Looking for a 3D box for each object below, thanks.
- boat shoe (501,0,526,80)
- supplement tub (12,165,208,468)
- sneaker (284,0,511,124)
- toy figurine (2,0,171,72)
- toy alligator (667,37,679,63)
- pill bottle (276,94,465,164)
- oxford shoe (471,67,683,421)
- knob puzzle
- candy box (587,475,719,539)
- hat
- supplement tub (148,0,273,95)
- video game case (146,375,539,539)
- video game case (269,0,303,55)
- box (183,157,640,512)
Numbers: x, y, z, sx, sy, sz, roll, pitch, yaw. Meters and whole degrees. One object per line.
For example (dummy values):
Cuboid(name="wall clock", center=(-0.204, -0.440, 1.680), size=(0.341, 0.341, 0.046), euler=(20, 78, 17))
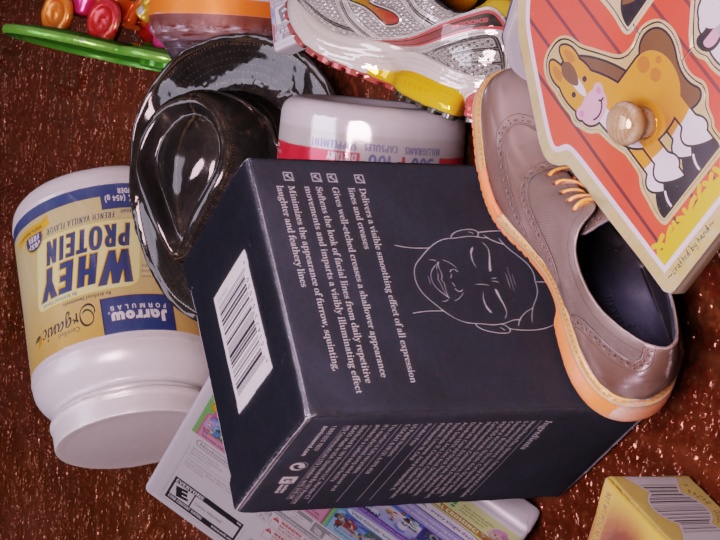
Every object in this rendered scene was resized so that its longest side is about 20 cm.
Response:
Cuboid(name="boat shoe", center=(0.129, -0.187, 0.971), size=(0.066, 0.071, 0.201), euler=(-94, 23, -55))
Cuboid(name="supplement tub", center=(-0.186, 0.037, 1.491), size=(0.144, 0.143, 0.202), euler=(-46, 50, 53))
Cuboid(name="sneaker", center=(0.034, -0.146, 1.143), size=(0.199, 0.077, 0.083), euler=(27, 106, 42))
Cuboid(name="toy figurine", center=(-0.172, -0.256, 1.521), size=(0.199, 0.149, 0.186), euler=(14, 93, 40))
Cuboid(name="toy alligator", center=(0.145, -0.097, 0.944), size=(0.200, 0.054, 0.060), euler=(-11, 79, 62))
Cuboid(name="pill bottle", center=(0.000, 0.000, 1.163), size=(0.112, 0.111, 0.202), euler=(19, 107, 62))
Cuboid(name="oxford shoe", center=(0.114, -0.029, 0.974), size=(0.073, 0.071, 0.201), euler=(106, 144, -60))
Cuboid(name="knob puzzle", center=(0.128, -0.121, 0.881), size=(0.219, 0.030, 0.222), euler=(8, 101, 51))
Cuboid(name="candy box", center=(0.167, 0.195, 0.892), size=(0.200, 0.056, 0.118), euler=(46, 128, 53))
Cuboid(name="hat", center=(-0.098, -0.056, 1.285), size=(0.199, 0.081, 0.203), euler=(2, 95, 28))
Cuboid(name="supplement tub", center=(-0.095, -0.220, 1.366), size=(0.107, 0.106, 0.202), euler=(7, 96, 63))
Cuboid(name="video game case", center=(-0.016, 0.134, 1.143), size=(0.022, 0.199, 0.182), euler=(-52, -4, -44))
Cuboid(name="video game case", center=(-0.012, -0.255, 1.250), size=(0.142, 0.018, 0.202), euler=(-17, 73, 43))
Cuboid(name="box", center=(0.026, 0.033, 1.013), size=(0.107, 0.198, 0.150), euler=(-54, 43, 50))
